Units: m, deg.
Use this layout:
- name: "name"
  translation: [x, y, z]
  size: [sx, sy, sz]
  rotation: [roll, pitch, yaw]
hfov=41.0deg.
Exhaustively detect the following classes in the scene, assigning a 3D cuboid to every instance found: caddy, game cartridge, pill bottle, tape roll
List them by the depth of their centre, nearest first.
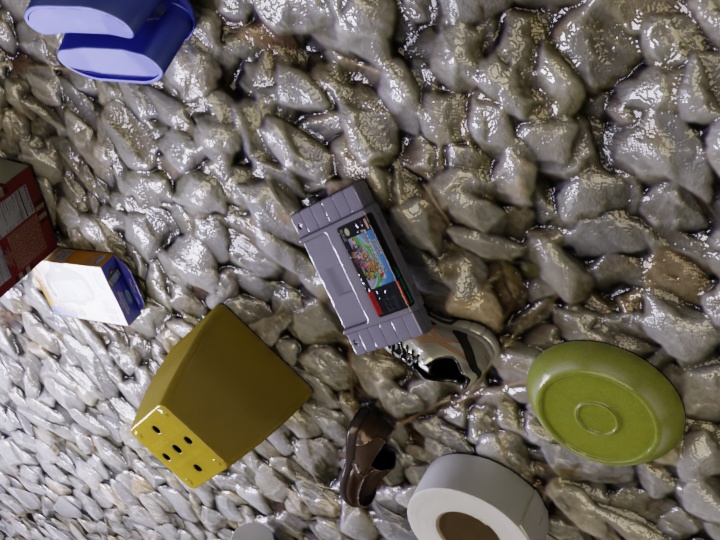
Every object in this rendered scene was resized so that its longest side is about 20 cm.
- name: "caddy"
  translation: [-0.287, -0.300, 1.116]
  size: [0.198, 0.106, 0.142]
  rotation: [10, 153, 27]
- name: "game cartridge"
  translation: [0.000, 0.000, 1.193]
  size: [0.129, 0.038, 0.201]
  rotation: [-21, 96, 48]
- name: "tape roll"
  translation: [0.171, 0.362, 1.403]
  size: [0.201, 0.071, 0.204]
  rotation: [19, 135, 20]
- name: "pill bottle"
  translation: [-0.199, 0.562, 1.805]
  size: [0.111, 0.112, 0.201]
  rotation: [20, 135, 18]

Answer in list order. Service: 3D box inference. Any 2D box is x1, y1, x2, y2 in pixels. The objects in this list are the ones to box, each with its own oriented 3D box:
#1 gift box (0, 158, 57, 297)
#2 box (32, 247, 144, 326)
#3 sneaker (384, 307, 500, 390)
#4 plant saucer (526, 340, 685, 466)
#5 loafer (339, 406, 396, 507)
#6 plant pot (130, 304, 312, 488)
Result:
- name: "gift box"
  translation: [-0.613, -0.071, 1.475]
  size: [0.185, 0.200, 0.186]
  rotation: [15, 129, 25]
- name: "box"
  translation: [-0.438, 0.025, 1.552]
  size: [0.198, 0.042, 0.120]
  rotation: [7, 130, 33]
- name: "sneaker"
  translation: [0.073, 0.092, 1.229]
  size: [0.198, 0.080, 0.074]
  rotation: [13, 135, 28]
- name: "plant saucer"
  translation: [0.294, 0.173, 1.183]
  size: [0.198, 0.031, 0.201]
  rotation: [19, 135, 21]
- name: "loafer"
  translation: [0.014, 0.295, 1.449]
  size: [0.070, 0.073, 0.201]
  rotation: [21, 136, 20]
- name: "plant pot"
  translation: [-0.229, 0.210, 1.468]
  size: [0.200, 0.177, 0.200]
  rotation: [44, 138, -8]
